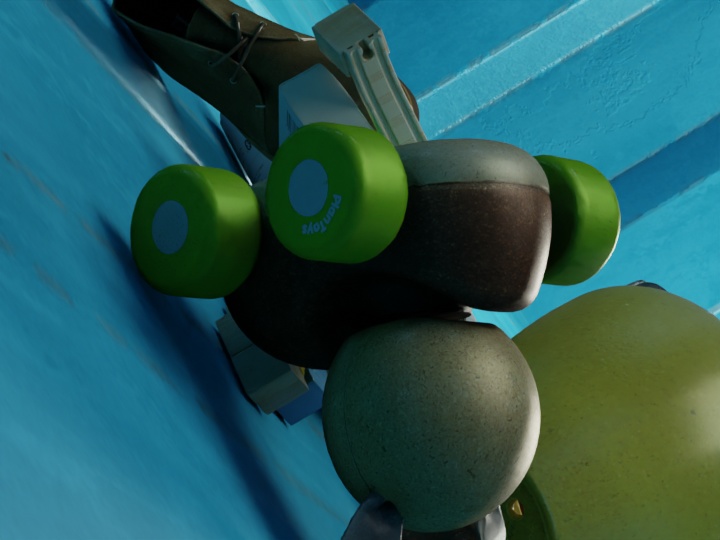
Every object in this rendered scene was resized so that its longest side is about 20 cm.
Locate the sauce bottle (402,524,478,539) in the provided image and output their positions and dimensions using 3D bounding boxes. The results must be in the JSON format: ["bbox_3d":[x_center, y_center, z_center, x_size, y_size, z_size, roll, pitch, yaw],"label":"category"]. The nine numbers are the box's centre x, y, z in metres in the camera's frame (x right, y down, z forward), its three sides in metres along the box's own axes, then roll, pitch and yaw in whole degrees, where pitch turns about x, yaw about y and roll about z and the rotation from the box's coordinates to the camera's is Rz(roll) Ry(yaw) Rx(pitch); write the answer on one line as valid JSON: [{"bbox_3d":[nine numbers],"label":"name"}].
[{"bbox_3d":[0.074,0.193,1.186,0.200,0.066,0.066,56,6,-33],"label":"sauce bottle"}]

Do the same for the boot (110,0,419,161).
[{"bbox_3d":[-0.057,-0.106,1.392,0.200,0.074,0.075,28,-2,35],"label":"boot"}]

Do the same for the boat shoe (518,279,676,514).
[{"bbox_3d":[0.123,0.070,1.464,0.063,0.071,0.200,53,-36,28],"label":"boat shoe"}]

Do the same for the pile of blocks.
[{"bbox_3d":[-0.022,0.023,1.240,0.082,0.062,0.200,57,6,-15],"label":"pile of blocks"}]

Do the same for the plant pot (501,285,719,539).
[{"bbox_3d":[0.105,0.118,1.328,0.142,0.200,0.200,-14,69,-46],"label":"plant pot"}]

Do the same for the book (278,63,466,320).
[{"bbox_3d":[0.000,0.000,1.341,0.134,0.048,0.200,56,-16,21],"label":"book"}]

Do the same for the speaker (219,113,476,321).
[{"bbox_3d":[-0.007,-0.026,1.545,0.200,0.081,0.081,61,6,23],"label":"speaker"}]

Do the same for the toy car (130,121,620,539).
[{"bbox_3d":[0.014,0.053,1.072,0.164,0.157,0.201,5,76,-46],"label":"toy car"}]

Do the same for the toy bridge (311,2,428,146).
[{"bbox_3d":[0.025,-0.038,1.321,0.067,0.027,0.200,47,-19,48],"label":"toy bridge"}]
